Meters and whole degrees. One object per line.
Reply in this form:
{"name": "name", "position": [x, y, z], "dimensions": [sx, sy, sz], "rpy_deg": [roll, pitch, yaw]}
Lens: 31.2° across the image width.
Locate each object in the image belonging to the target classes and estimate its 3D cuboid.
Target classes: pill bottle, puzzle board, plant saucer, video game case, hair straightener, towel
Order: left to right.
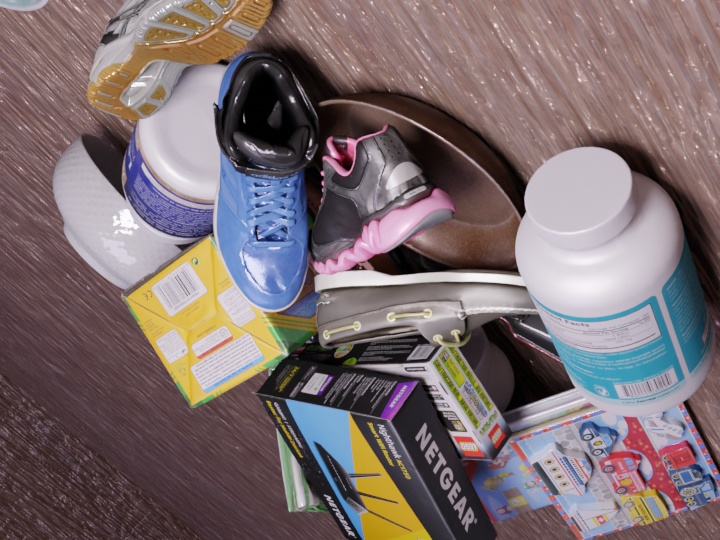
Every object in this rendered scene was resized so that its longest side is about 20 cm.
{"name": "pill bottle", "position": [-0.145, -0.092, 1.117], "dimensions": [0.116, 0.116, 0.200], "rpy_deg": [36, 159, -6]}
{"name": "towel", "position": [-0.026, 0.160, 1.248], "dimensions": [0.023, 0.153, 0.200], "rpy_deg": [-17, 164, 23]}
{"name": "plant saucer", "position": [0.048, -0.073, 0.986], "dimensions": [0.200, 0.037, 0.201], "rpy_deg": [29, 160, 12]}
{"name": "pill bottle", "position": [0.099, 0.134, 1.228], "dimensions": [0.115, 0.116, 0.200], "rpy_deg": [18, 151, 36]}
{"name": "hair straightener", "position": [0.126, 0.018, 1.083], "dimensions": [0.200, 0.041, 0.077], "rpy_deg": [34, 160, 12]}
{"name": "video game case", "position": [0.182, 0.160, 1.157], "dimensions": [0.199, 0.018, 0.143], "rpy_deg": [-21, 135, 16]}
{"name": "pill bottle", "position": [0.171, 0.006, 0.873], "dimensions": [0.110, 0.111, 0.200], "rpy_deg": [18, 154, 35]}
{"name": "puzzle board", "position": [0.237, 0.180, 1.160], "dimensions": [0.150, 0.017, 0.200], "rpy_deg": [-22, 135, 15]}

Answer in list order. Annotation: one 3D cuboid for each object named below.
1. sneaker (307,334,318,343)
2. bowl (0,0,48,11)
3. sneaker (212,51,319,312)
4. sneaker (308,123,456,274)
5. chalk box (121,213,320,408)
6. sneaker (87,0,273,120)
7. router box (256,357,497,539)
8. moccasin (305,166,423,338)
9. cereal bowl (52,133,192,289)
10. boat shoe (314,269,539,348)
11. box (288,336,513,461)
{"name": "sneaker", "position": [-0.059, 0.041, 1.387], "dimensions": [0.200, 0.071, 0.083], "rpy_deg": [169, 87, -73]}
{"name": "bowl", "position": [-0.264, -0.285, 0.879], "dimensions": [0.200, 0.105, 0.201], "rpy_deg": [29, 159, 13]}
{"name": "sneaker", "position": [-0.072, -0.064, 0.964], "dimensions": [0.076, 0.201, 0.111], "rpy_deg": [-2, -175, -9]}
{"name": "sneaker", "position": [-0.001, -0.057, 0.970], "dimensions": [0.096, 0.079, 0.200], "rpy_deg": [59, 156, -3]}
{"name": "chalk box", "position": [-0.095, 0.018, 1.181], "dimensions": [0.124, 0.200, 0.124], "rpy_deg": [-32, 91, 31]}
{"name": "sneaker", "position": [-0.140, -0.192, 0.953], "dimensions": [0.075, 0.088, 0.200], "rpy_deg": [23, 146, -38]}
{"name": "router box", "position": [0.016, 0.167, 1.105], "dimensions": [0.149, 0.051, 0.200], "rpy_deg": [6, 136, 40]}
{"name": "moccasin", "position": [0.000, -0.001, 1.118], "dimensions": [0.202, 0.078, 0.074], "rpy_deg": [53, -169, -17]}
{"name": "cereal bowl", "position": [-0.236, -0.041, 1.298], "dimensions": [0.200, 0.083, 0.200], "rpy_deg": [44, -174, -6]}
{"name": "boat shoe", "position": [0.057, 0.031, 1.010], "dimensions": [0.201, 0.061, 0.072], "rpy_deg": [-1, 173, 24]}
{"name": "box", "position": [0.026, 0.111, 1.114], "dimensions": [0.200, 0.035, 0.110], "rpy_deg": [-6, 125, 49]}
